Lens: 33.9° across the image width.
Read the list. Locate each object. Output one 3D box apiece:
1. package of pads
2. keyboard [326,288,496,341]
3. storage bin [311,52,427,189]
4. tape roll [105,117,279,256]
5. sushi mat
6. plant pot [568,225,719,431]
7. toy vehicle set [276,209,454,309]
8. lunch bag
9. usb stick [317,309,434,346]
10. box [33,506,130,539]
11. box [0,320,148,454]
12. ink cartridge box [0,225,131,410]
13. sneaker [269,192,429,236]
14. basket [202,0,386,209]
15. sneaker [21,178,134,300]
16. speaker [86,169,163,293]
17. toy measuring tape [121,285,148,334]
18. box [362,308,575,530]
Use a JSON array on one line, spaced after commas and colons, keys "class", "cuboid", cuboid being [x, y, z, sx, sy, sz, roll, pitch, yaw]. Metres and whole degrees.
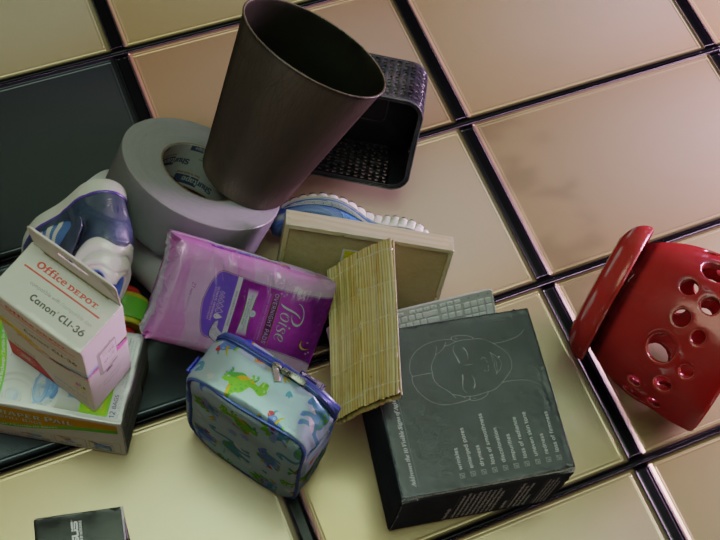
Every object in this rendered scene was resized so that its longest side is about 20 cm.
[{"class": "package of pads", "cuboid": [-0.137, 0.039, 1.315, 0.199, 0.076, 0.121, 17, 95, -21]}, {"class": "keyboard", "cuboid": [0.062, 0.069, 1.388, 0.199, 0.011, 0.057, -13, 109, 0]}, {"class": "storage bin", "cuboid": [-0.024, -0.195, 1.474, 0.199, 0.136, 0.094, 11, 42, -1]}, {"class": "tape roll", "cuboid": [-0.198, -0.093, 1.401, 0.200, 0.066, 0.201, 21, 34, -15]}, {"class": "sushi mat", "cuboid": [0.003, 0.064, 1.297, 0.012, 0.095, 0.201, 31, 45, -40]}, {"class": "plant pot", "cuboid": [0.354, 0.058, 1.374, 0.182, 0.201, 0.201, 30, 64, 11]}, {"class": "toy vehicle set", "cuboid": [0.000, 0.000, 1.391, 0.199, 0.125, 0.027, 9, 40, -8]}, {"class": "lunch bag", "cuboid": [-0.111, 0.155, 1.265, 0.160, 0.200, 0.083, 31, 63, 9]}, {"class": "usb stick", "cuboid": [-0.007, 0.067, 1.407, 0.199, 0.056, 0.033, 4, 26, -5]}, {"class": "box", "cuboid": [-0.259, 0.340, 1.153, 0.086, 0.200, 0.164, -7, 65, -10]}, {"class": "box", "cuboid": [-0.346, 0.121, 1.307, 0.199, 0.101, 0.113, 11, 62, -2]}, {"class": "ink cartridge box", "cuboid": [-0.298, 0.051, 1.178, 0.116, 0.200, 0.068, 33, 63, 10]}, {"class": "sneaker", "cuboid": [-0.016, -0.031, 1.439, 0.199, 0.079, 0.089, 14, 60, 0]}, {"class": "basket", "cuboid": [-0.094, -0.179, 1.351, 0.180, 0.200, 0.136, 34, 36, 0]}, {"class": "sneaker", "cuboid": [-0.321, 0.003, 1.320, 0.080, 0.200, 0.147, 17, 51, -37]}, {"class": "speaker", "cuboid": [-0.252, -0.031, 1.408, 0.200, 0.081, 0.081, 41, 66, 13]}, {"class": "toy measuring tape", "cuboid": [-0.316, 0.049, 1.365, 0.199, 0.074, 0.074, 4, 63, -5]}, {"class": "box", "cuboid": [0.110, 0.166, 1.330, 0.196, 0.124, 0.201, -7, 64, -12]}]
